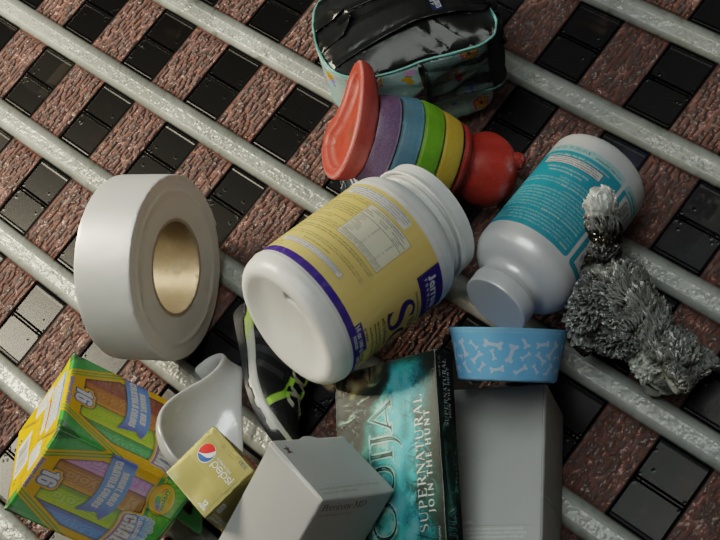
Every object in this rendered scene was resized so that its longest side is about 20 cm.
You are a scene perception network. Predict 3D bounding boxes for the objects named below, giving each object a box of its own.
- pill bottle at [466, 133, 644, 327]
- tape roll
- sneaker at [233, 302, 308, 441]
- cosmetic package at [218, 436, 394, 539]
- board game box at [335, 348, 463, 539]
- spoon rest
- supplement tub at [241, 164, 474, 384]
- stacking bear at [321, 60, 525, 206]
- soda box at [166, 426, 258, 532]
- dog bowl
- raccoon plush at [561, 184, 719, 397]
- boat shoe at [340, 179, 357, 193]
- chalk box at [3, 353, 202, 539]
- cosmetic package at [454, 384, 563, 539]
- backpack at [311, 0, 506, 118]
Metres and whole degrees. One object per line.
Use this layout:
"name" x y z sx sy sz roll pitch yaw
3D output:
"pill bottle" 0.189 -0.034 1.473 0.110 0.111 0.200 25 60 31
"tape roll" -0.227 -0.004 1.604 0.070 0.203 0.205 0 63 23
"sneaker" -0.080 0.098 1.561 0.082 0.072 0.201 -20 53 5
"cosmetic package" -0.069 0.256 1.359 0.085 0.107 0.201 44 117 33
"board game box" 0.033 0.185 1.373 0.134 0.028 0.203 -18 67 41
"spoon rest" -0.155 0.144 1.502 0.061 0.099 0.201 -48 16 24
"supplement tub" 0.000 0.000 1.438 0.199 0.146 0.145 -36 53 -26
"stacking bear" 0.073 -0.123 1.557 0.198 0.122 0.114 14 36 -17
"soda box" -0.106 0.228 1.427 0.064 0.200 0.068 -44 56 -5
"dog bowl" 0.140 0.082 1.415 0.110 0.200 0.050 1 86 4
"raccoon plush" 0.264 0.033 1.392 0.133 0.201 0.097 25 56 40
"boat shoe" -0.007 -0.058 1.618 0.091 0.071 0.201 -39 43 20
"chalk box" -0.239 0.202 1.504 0.124 0.199 0.125 -52 23 25
"cosmetic package" 0.134 0.215 1.405 0.106 0.090 0.202 -3 60 20
"backpack" 0.049 -0.248 1.641 0.198 0.154 0.177 -15 55 -4
